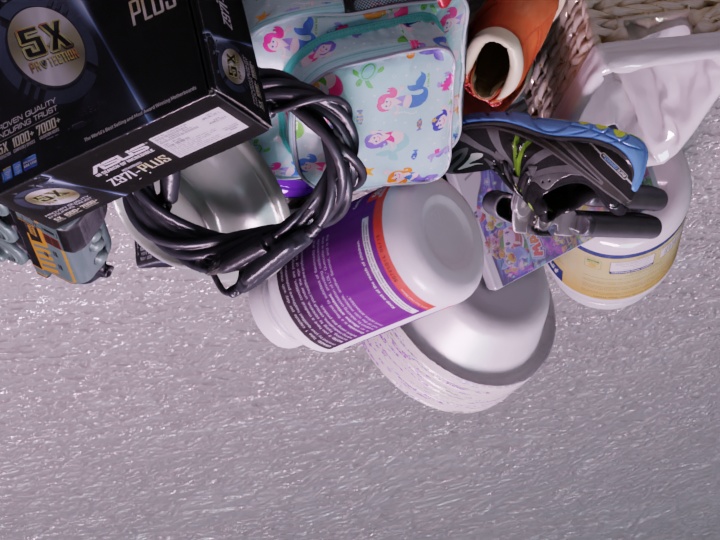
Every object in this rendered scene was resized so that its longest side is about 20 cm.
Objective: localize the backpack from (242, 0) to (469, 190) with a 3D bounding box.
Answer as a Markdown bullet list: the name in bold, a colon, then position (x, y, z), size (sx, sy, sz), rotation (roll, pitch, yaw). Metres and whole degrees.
- **backpack**: position (-0.016, -0.153, 1.494), size (0.198, 0.151, 0.179), rotation (-3, 134, -6)

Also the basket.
- **basket**: position (0.221, -0.181, 1.617), size (0.134, 0.124, 0.200), rotation (-8, 157, -15)

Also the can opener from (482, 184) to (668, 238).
- **can opener**: position (0.191, -0.059, 1.693), size (0.199, 0.054, 0.067), rotation (1, -167, -45)

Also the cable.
- **cable**: position (-0.088, -0.082, 1.437), size (0.200, 0.163, 0.051), rotation (-38, -173, 28)

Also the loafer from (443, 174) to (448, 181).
- **loafer**: position (0.054, -0.078, 1.712), size (0.067, 0.201, 0.071), rotation (-1, 124, 7)

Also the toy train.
- **toy train**: position (-0.269, -0.047, 1.623), size (0.113, 0.086, 0.200), rotation (29, 161, 10)

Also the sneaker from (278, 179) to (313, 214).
- **sneaker**: position (-0.128, -0.111, 1.610), size (0.198, 0.070, 0.100), rotation (13, 132, -1)

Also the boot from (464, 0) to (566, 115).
- **boot**: position (0.105, -0.169, 1.575), size (0.075, 0.108, 0.200), rotation (26, 149, 1)

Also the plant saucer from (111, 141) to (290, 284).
- **plant saucer**: position (-0.148, -0.057, 1.535), size (0.050, 0.200, 0.200), rotation (-50, -179, -35)

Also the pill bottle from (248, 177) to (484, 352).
- **pill bottle**: position (0.000, 0.000, 1.592), size (0.199, 0.114, 0.112), rotation (-23, 158, 39)

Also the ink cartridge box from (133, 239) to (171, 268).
- **ink cartridge box**: position (-0.091, -0.033, 1.802), size (0.198, 0.044, 0.198), rotation (-5, 177, -26)

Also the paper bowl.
- **paper bowl**: position (0.095, 0.022, 1.764), size (0.199, 0.202, 0.104), rotation (0, 152, -33)

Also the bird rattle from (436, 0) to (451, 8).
- **bird rattle**: position (0.116, -0.285, 1.386), size (0.198, 0.114, 0.164), rotation (-1, 146, 0)

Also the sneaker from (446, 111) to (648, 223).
- **sneaker**: position (0.141, -0.084, 1.566), size (0.198, 0.084, 0.071), rotation (10, 176, 35)

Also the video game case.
- **video game case**: position (0.174, -0.089, 1.725), size (0.199, 0.144, 0.018), rotation (-27, -166, -22)

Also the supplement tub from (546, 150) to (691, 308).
- **supplement tub**: position (0.251, -0.053, 1.897), size (0.143, 0.146, 0.200), rotation (-14, 158, -2)

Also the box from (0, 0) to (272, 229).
- **box**: position (-0.182, -0.148, 1.381), size (0.199, 0.165, 0.086), rotation (-22, 157, 20)
